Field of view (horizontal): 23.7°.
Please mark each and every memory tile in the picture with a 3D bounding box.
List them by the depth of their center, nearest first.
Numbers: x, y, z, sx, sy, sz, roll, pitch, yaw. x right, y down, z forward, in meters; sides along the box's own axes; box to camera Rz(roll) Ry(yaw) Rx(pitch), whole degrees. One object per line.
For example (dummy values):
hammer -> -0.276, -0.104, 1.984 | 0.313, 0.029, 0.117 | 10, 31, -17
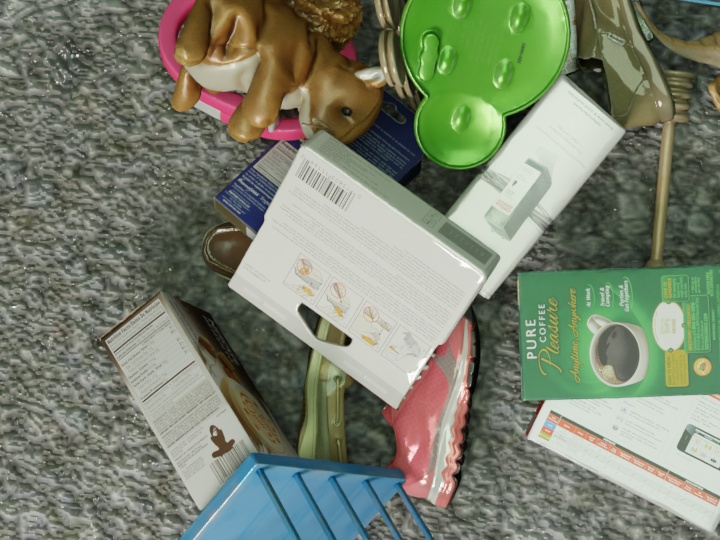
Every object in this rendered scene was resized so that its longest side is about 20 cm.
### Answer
memory tile -> 0.038, -0.226, 1.580 | 0.017, 0.200, 0.155 | -8, 81, 12

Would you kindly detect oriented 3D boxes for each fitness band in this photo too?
fitness band -> -0.100, -0.207, 1.654 | 0.199, 0.037, 0.144 | 26, 67, 8

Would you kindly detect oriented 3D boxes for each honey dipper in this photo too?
honey dipper -> 0.291, -0.090, 1.642 | 0.038, 0.038, 0.202 | 5, 91, 6

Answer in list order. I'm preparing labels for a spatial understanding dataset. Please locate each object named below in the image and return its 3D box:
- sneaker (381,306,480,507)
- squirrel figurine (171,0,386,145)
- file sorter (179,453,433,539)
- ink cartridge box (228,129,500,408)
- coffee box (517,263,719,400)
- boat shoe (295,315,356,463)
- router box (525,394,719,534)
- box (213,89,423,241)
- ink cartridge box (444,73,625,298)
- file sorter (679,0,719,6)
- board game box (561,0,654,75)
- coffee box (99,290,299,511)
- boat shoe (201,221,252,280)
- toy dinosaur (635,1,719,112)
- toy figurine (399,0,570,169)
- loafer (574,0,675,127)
sneaker -> 0.064, 0.123, 1.642 | 0.086, 0.074, 0.202 | 9, 90, 7
squirrel figurine -> -0.058, -0.207, 1.567 | 0.185, 0.142, 0.201 | 21, 66, -1
file sorter -> -0.042, 0.264, 1.550 | 0.139, 0.199, 0.123 | -50, 52, 24
ink cartridge box -> 0.000, 0.000, 1.546 | 0.199, 0.045, 0.177 | 36, 125, 5
coffee box -> 0.245, 0.058, 1.590 | 0.198, 0.044, 0.124 | -4, 88, 5
boat shoe -> -0.025, 0.126, 1.654 | 0.063, 0.073, 0.202 | 8, 93, -1
router box -> 0.285, 0.124, 1.632 | 0.199, 0.049, 0.180 | 27, 92, 5
box -> -0.029, -0.093, 1.640 | 0.121, 0.032, 0.200 | 39, 70, 16
ink cartridge box -> 0.150, -0.075, 1.600 | 0.085, 0.146, 0.200 | 41, 93, 3
file sorter -> 0.325, -0.315, 1.561 | 0.138, 0.200, 0.124 | 8, 92, 6
board game box -> 0.174, -0.234, 1.663 | 0.199, 0.023, 0.105 | -22, 85, 5
coffee box -> -0.146, 0.129, 1.614 | 0.080, 0.114, 0.201 | -37, 66, 8
boat shoe -> -0.058, -0.015, 1.655 | 0.201, 0.075, 0.075 | 6, 90, 6
toy dinosaur -> 0.346, -0.205, 1.625 | 0.199, 0.060, 0.107 | -9, 86, -18
toy figurine -> 0.104, -0.216, 1.578 | 0.149, 0.184, 0.201 | 11, 114, -4
loafer -> 0.228, -0.222, 1.605 | 0.067, 0.076, 0.201 | -25, 80, 4
